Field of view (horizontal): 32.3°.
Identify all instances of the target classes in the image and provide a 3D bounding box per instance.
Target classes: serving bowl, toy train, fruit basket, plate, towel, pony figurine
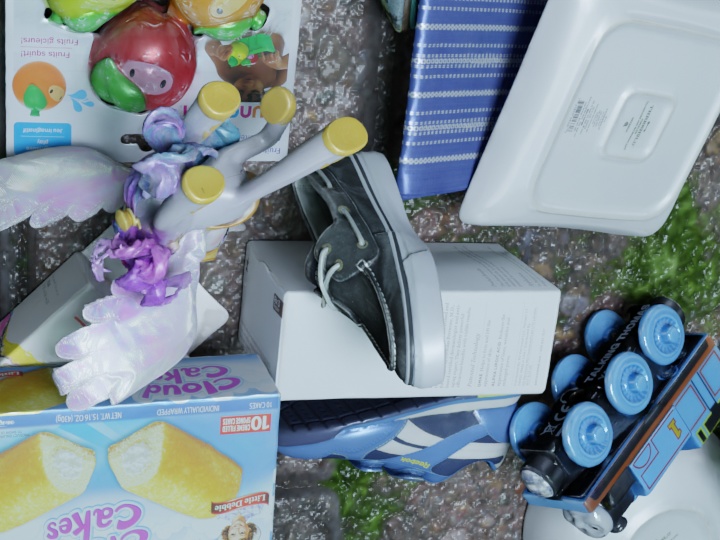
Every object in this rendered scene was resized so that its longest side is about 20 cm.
[{"bbox_3d":[0.237,0.218,1.028,0.199,0.066,0.201,-7,112,-17],"label":"serving bowl"},{"bbox_3d":[0.197,0.110,0.935,0.200,0.087,0.114,-47,109,-28],"label":"toy train"},{"bbox_3d":[-0.123,-0.157,0.758,0.184,0.094,0.201,-1,112,-18],"label":"fruit basket"},{"bbox_3d":[0.184,-0.107,0.864,0.199,0.032,0.200,2,122,-35],"label":"plate"},{"bbox_3d":[0.081,-0.149,0.836,0.144,0.024,0.201,-11,114,-45],"label":"towel"},{"bbox_3d":[-0.115,-0.031,0.739,0.193,0.200,0.167,-23,81,-36],"label":"pony figurine"}]

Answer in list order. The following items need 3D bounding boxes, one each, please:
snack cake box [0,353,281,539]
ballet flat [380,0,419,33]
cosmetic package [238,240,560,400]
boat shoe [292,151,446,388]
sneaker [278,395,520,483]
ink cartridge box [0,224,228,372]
[{"bbox_3d":[-0.155,0.121,0.785,0.199,0.067,0.116,-3,111,-18],"label":"snack cake box"},{"bbox_3d":[0.024,-0.256,0.794,0.074,0.074,0.201,7,105,-21],"label":"ballet flat"},{"bbox_3d":[0.024,0.032,0.864,0.199,0.113,0.082,-1,109,-17],"label":"cosmetic package"},{"bbox_3d":[0.000,0.000,0.765,0.071,0.200,0.072,-6,129,-12],"label":"boat shoe"},{"bbox_3d":[0.028,0.123,0.920,0.199,0.074,0.083,-4,112,-16],"label":"sneaker"},{"bbox_3d":[-0.188,0.073,0.831,0.200,0.068,0.117,-43,117,0],"label":"ink cartridge box"}]
